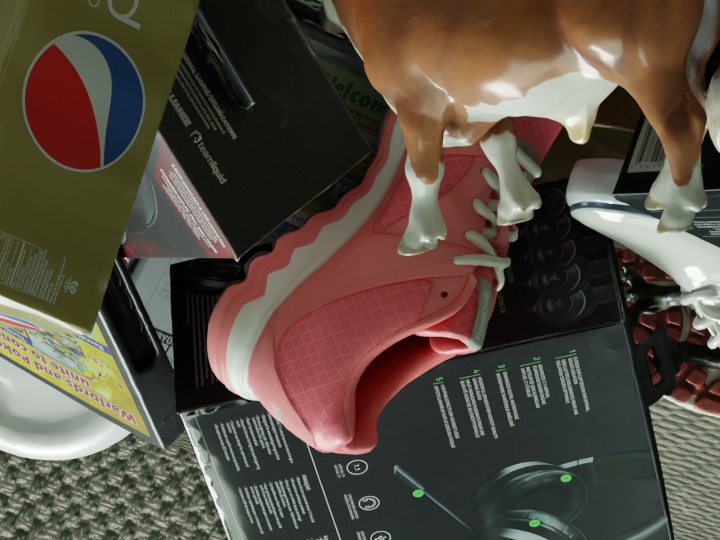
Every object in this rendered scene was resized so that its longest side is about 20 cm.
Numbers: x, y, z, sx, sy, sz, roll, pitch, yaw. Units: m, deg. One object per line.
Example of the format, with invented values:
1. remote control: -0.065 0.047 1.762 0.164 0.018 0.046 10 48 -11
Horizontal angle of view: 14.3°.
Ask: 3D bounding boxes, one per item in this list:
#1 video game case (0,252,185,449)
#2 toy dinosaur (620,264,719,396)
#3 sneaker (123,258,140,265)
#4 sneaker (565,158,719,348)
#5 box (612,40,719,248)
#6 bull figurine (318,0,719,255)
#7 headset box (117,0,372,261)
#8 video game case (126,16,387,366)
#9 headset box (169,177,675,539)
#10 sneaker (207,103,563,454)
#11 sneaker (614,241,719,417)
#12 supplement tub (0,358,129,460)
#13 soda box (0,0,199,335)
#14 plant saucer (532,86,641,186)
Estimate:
1. video game case: -0.168 -0.026 1.185 0.200 0.026 0.181 27 152 34
2. toy dinosaur: 0.169 0.023 1.304 0.088 0.048 0.200 -3 -168 -14
3. sneaker: -0.138 -0.077 1.330 0.080 0.075 0.200 -15 -146 -21
4. sneaker: 0.166 0.014 1.151 0.200 0.071 0.073 22 169 -21
5. box: 0.208 -0.035 1.007 0.141 0.079 0.200 27 166 -27
6. bull figurine: 0.052 -0.073 1.009 0.200 0.122 0.065 -3 -166 46
7. headset box: -0.095 -0.084 1.105 0.149 0.077 0.200 58 156 -18
8. video game case: 0.000 0.000 1.291 0.200 0.182 0.022 23 -167 -25
9. headset box: 0.037 0.064 1.225 0.199 0.093 0.174 -13 134 6
10. sneaker: 0.034 -0.010 1.104 0.087 0.200 0.074 44 -174 35
11. sneaker: 0.137 0.017 1.448 0.200 0.078 0.082 26 175 12
12. supplement tub: -0.134 0.002 1.433 0.132 0.132 0.200 17 -160 7
13. soda box: -0.099 -0.083 0.946 0.064 0.201 0.068 25 167 -34
14. plant saucer: 0.147 -0.040 1.203 0.200 0.036 0.200 18 170 3
